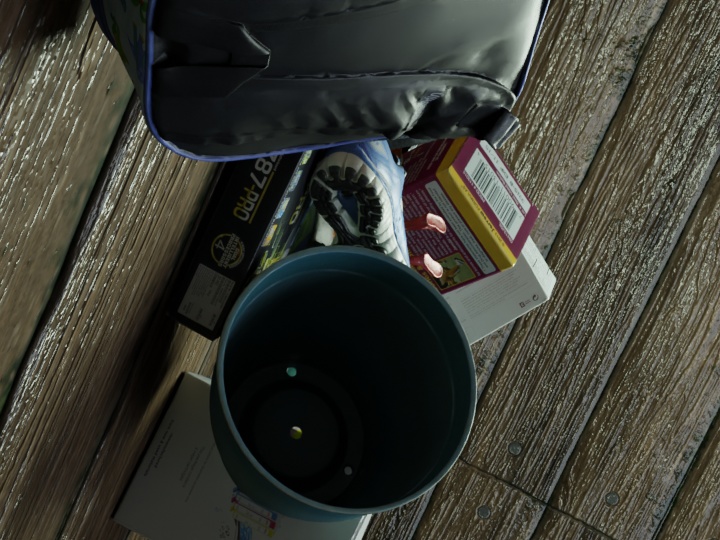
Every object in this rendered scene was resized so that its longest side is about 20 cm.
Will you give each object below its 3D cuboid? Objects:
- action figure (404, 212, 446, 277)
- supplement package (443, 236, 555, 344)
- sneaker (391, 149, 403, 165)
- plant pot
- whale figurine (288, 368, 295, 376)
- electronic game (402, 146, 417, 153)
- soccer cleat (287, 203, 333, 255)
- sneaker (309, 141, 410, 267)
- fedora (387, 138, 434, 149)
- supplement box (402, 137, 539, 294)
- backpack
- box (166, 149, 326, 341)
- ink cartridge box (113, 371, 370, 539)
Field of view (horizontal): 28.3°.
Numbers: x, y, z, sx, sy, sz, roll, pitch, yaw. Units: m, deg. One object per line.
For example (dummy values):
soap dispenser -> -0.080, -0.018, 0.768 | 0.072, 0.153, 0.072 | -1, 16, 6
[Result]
action figure -> 0.000, 0.000, 1.324 | 0.099, 0.198, 0.066 | 34, 57, -49
supplement package -> 0.099, -0.017, 1.692 | 0.190, 0.202, 0.147 | -30, -178, 13
sneaker -> -0.017, -0.094, 1.425 | 0.201, 0.072, 0.078 | -62, 151, -43
plant pot -> -0.032, 0.107, 1.123 | 0.202, 0.199, 0.188 | -61, -176, -25
whale figurine -> -0.065, 0.096, 1.511 | 0.202, 0.103, 0.159 | -63, 174, -6
electronic game -> 0.048, -0.166, 1.696 | 0.201, 0.041, 0.200 | -56, 175, -7
soccer cleat -> -0.052, -0.057, 1.255 | 0.065, 0.083, 0.203 | 44, 51, -54
sneaker -> 0.012, -0.051, 1.171 | 0.201, 0.077, 0.090 | 81, 24, -55
fedora -> 0.054, -0.173, 1.279 | 0.201, 0.090, 0.204 | 6, 90, -82
supplement box -> 0.068, -0.051, 1.513 | 0.198, 0.131, 0.104 | -21, -156, 37
backpack -> -0.022, -0.145, 0.644 | 0.198, 0.148, 0.184 | -14, 144, -25
box -> -0.073, -0.053, 1.117 | 0.202, 0.049, 0.161 | -64, 177, 8
ink cartridge box -> -0.091, 0.203, 1.284 | 0.146, 0.198, 0.147 | -63, 174, -5
